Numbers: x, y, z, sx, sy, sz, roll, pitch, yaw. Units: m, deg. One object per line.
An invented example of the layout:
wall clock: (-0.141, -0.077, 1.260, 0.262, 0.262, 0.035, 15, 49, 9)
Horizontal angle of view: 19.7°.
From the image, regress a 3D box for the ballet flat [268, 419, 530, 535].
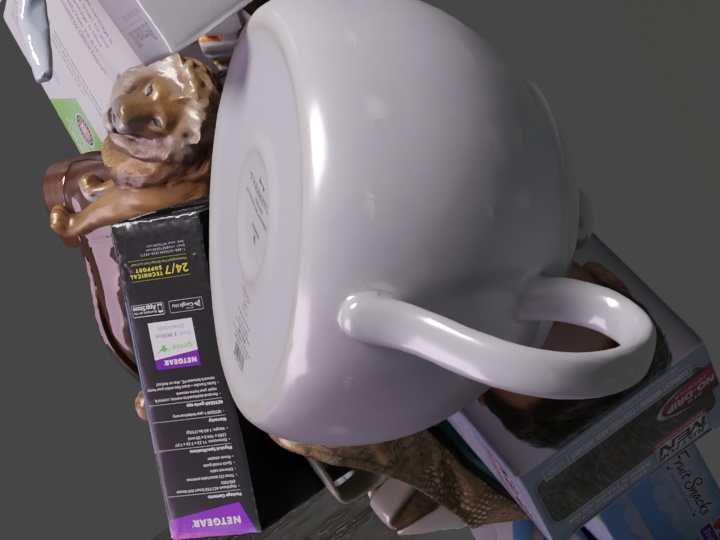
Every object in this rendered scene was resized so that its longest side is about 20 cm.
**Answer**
ballet flat: (0.019, 0.088, 0.990, 0.200, 0.065, 0.071, 38, -171, -46)

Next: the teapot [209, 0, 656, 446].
teapot: (0.026, -0.019, 0.839, 0.197, 0.146, 0.200, 128, 141, -64)

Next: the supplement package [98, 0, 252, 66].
supplement package: (-0.097, -0.201, 0.870, 0.200, 0.117, 0.117, 55, 171, -9)

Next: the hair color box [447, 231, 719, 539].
hair color box: (0.065, 0.019, 0.936, 0.200, 0.099, 0.061, 49, 172, 42)

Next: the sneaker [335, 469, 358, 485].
sneaker: (0.038, 0.059, 1.200, 0.200, 0.112, 0.071, -65, -45, -67)

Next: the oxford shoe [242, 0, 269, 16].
oxford shoe: (-0.005, -0.081, 1.021, 0.200, 0.084, 0.073, 56, 173, -33)

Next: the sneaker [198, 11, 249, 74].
sneaker: (-0.033, -0.124, 1.109, 0.200, 0.078, 0.077, 57, -159, -64)

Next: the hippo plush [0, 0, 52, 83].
hippo plush: (-0.167, -0.232, 1.018, 0.159, 0.200, 0.161, 23, 148, 34)

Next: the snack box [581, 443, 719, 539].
snack box: (0.107, 0.073, 1.082, 0.200, 0.068, 0.169, 45, 170, 51)

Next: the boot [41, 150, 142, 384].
boot: (-0.077, 0.001, 1.190, 0.200, 0.064, 0.187, -6, 125, 44)

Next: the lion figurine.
lion figurine: (-0.088, -0.011, 1.090, 0.200, 0.122, 0.072, 62, -147, -14)

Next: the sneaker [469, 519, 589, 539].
sneaker: (0.097, 0.177, 1.050, 0.077, 0.081, 0.200, 51, 178, -33)

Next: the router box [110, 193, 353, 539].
router box: (-0.042, 0.032, 1.012, 0.200, 0.051, 0.150, -23, -76, -66)

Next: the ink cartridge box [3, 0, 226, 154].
ink cartridge box: (-0.134, -0.160, 1.218, 0.146, 0.084, 0.200, 59, 154, 15)
